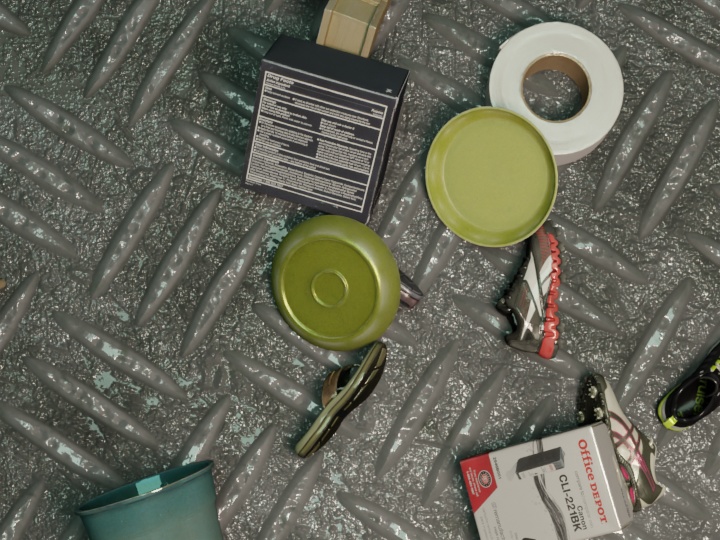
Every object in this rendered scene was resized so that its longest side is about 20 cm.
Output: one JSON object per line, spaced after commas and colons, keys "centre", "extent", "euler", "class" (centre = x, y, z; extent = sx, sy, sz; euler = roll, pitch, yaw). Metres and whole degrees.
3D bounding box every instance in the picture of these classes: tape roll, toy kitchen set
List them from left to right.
{"centre": [-0.050, -0.370, 1.795], "extent": [0.161, 0.182, 0.201], "euler": [20, 42, 1], "class": "toy kitchen set"}
{"centre": [0.284, -0.261, 1.772], "extent": [0.200, 0.071, 0.205], "euler": [0, 82, 1], "class": "tape roll"}

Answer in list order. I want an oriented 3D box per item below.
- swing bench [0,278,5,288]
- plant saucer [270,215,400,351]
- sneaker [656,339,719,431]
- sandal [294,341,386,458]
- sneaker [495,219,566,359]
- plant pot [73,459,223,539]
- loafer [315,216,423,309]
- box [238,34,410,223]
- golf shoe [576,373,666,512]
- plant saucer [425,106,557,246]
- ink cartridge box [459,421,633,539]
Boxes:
{"centre": [-0.638, 0.020, 1.678], "extent": [0.197, 0.200, 0.131], "euler": [25, 82, 5], "class": "swing bench"}
{"centre": [-0.041, 0.023, 1.708], "extent": [0.197, 0.031, 0.203], "euler": [5, 106, 16], "class": "plant saucer"}
{"centre": [0.506, 0.159, 1.696], "extent": [0.200, 0.083, 0.072], "euler": [-44, 83, -6], "class": "sneaker"}
{"centre": [-0.034, 0.177, 1.709], "extent": [0.057, 0.080, 0.201], "euler": [39, 84, 20], "class": "sandal"}
{"centre": [0.244, 0.025, 1.727], "extent": [0.097, 0.071, 0.203], "euler": [3, 83, -1], "class": "sneaker"}
{"centre": [-0.265, 0.385, 1.628], "extent": [0.198, 0.200, 0.198], "euler": [-18, 89, -2], "class": "plant pot"}
{"centre": [0.000, 0.000, 1.746], "extent": [0.199, 0.072, 0.063], "euler": [37, 103, 12], "class": "loafer"}
{"centre": [-0.050, -0.203, 1.699], "extent": [0.198, 0.124, 0.200], "euler": [17, 122, 3], "class": "box"}
{"centre": [0.368, 0.241, 1.702], "extent": [0.087, 0.077, 0.202], "euler": [-12, 83, -21], "class": "golf shoe"}
{"centre": [0.192, -0.136, 1.729], "extent": [0.198, 0.031, 0.203], "euler": [6, 105, 24], "class": "plant saucer"}
{"centre": [0.256, 0.303, 1.645], "extent": [0.198, 0.084, 0.146], "euler": [-19, 81, 20], "class": "ink cartridge box"}
